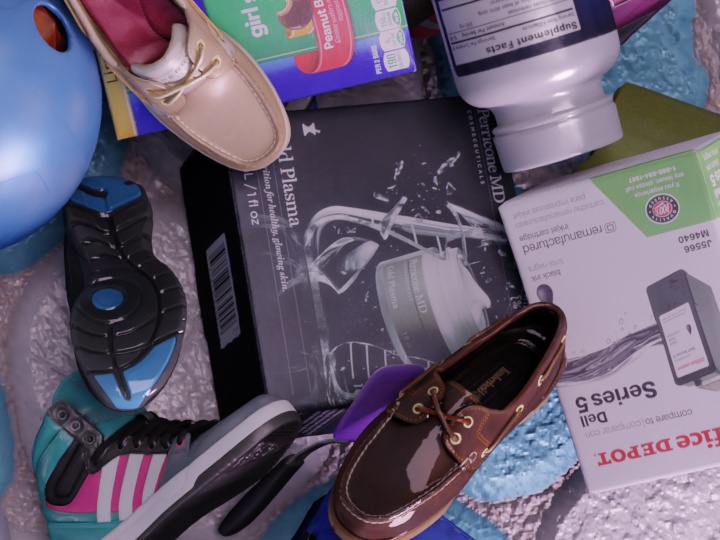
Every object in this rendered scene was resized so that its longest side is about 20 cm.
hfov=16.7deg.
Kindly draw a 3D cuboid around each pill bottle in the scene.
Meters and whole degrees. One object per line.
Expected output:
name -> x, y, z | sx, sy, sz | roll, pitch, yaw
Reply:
pill bottle -> 0.103, -0.170, 1.568 | 0.111, 0.111, 0.201 | -19, 97, -20

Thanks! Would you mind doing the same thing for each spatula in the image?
spatula -> -0.029, 0.118, 1.555 | 0.056, 0.200, 0.021 | -2, 60, -47

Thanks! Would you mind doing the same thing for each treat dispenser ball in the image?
treat dispenser ball -> -0.261, -0.106, 1.527 | 0.200, 0.201, 0.202 | 4, 75, -15

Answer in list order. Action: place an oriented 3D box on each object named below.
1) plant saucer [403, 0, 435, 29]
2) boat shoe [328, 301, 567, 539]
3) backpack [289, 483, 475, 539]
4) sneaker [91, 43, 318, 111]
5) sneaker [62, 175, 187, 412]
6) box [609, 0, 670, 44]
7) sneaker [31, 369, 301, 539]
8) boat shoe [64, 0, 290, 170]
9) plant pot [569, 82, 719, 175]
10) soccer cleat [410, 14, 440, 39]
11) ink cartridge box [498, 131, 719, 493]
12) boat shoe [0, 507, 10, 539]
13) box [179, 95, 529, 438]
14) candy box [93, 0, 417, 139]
plant saucer -> -0.010, -0.250, 1.619 | 0.199, 0.037, 0.202 | 0, 93, -9
boat shoe -> 0.055, 0.088, 1.493 | 0.070, 0.070, 0.200 | 38, 56, 13
backpack -> -0.006, 0.239, 1.534 | 0.162, 0.168, 0.200 | 34, 70, 7
sneaker -> -0.086, -0.139, 1.653 | 0.199, 0.081, 0.116 | -23, 81, -22
sneaker -> -0.149, 0.027, 1.545 | 0.073, 0.082, 0.201 | -2, 39, -8
box -> 0.133, -0.255, 1.697 | 0.096, 0.176, 0.201 | -27, 84, -21
sneaker -> -0.134, 0.104, 1.538 | 0.083, 0.200, 0.121 | -2, 58, -61
boat shoe -> -0.121, -0.133, 1.495 | 0.074, 0.069, 0.200 | -43, 102, 9
plant pot -> 0.233, -0.031, 1.679 | 0.189, 0.200, 0.201 | 28, 69, 6
soccer cleat -> 0.000, -0.247, 1.708 | 0.067, 0.076, 0.200 | -41, 90, -22
ink cartridge box -> 0.194, 0.028, 1.574 | 0.084, 0.145, 0.201 | -27, 100, -61
boat shoe -> -0.250, 0.246, 1.518 | 0.069, 0.071, 0.201 | -9, 81, 9
box -> 0.000, 0.000, 1.621 | 0.195, 0.124, 0.201 | -6, 78, -20
candy box -> -0.079, -0.191, 1.558 | 0.199, 0.077, 0.170 | -13, 105, 1
